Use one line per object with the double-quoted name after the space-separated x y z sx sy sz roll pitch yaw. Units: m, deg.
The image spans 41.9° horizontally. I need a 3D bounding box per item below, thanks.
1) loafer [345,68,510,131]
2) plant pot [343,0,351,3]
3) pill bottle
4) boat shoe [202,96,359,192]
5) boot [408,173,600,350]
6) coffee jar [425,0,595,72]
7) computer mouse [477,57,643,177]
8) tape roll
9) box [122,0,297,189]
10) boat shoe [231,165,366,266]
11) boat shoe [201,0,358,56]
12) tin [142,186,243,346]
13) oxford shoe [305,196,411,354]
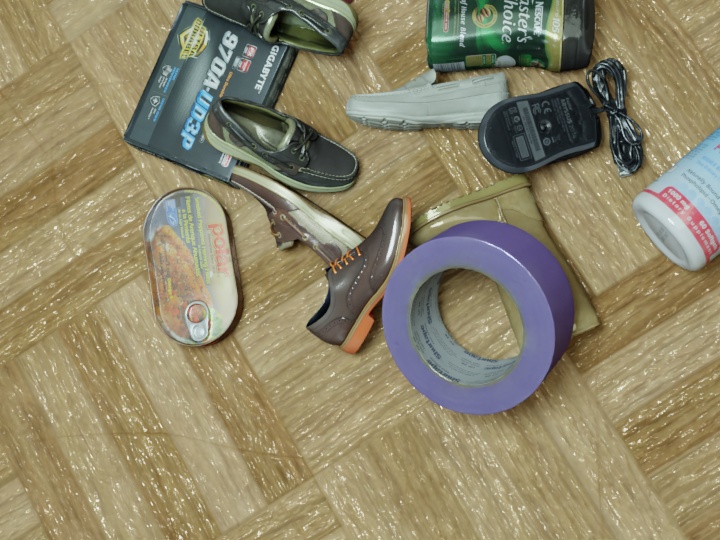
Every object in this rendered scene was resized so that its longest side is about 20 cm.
0.081 -0.208 1.142 0.198 0.070 0.070 0 87 0 "loafer"
-0.082 -0.437 1.149 0.198 0.179 0.202 -1 82 9 "plant pot"
0.412 -0.100 1.046 0.200 0.109 0.109 -40 77 2 "pill bottle"
-0.091 -0.152 1.132 0.199 0.065 0.074 16 66 -13 "boat shoe"
0.161 0.005 1.096 0.174 0.066 0.201 -23 80 7 "boot"
0.180 -0.293 1.128 0.198 0.085 0.105 2 81 10 "coffee jar"
0.226 -0.163 1.103 0.198 0.053 0.140 -13 89 -11 "computer mouse"
0.129 0.051 1.040 0.199 0.085 0.202 8 108 26 "tape roll"
-0.192 -0.225 1.202 0.158 0.046 0.201 23 85 12 "box"
-0.082 -0.056 1.145 0.199 0.072 0.072 33 94 2 "boat shoe"
-0.104 -0.310 1.144 0.199 0.072 0.066 15 57 3 "boat shoe"
-0.208 -0.004 1.176 0.111 0.042 0.202 -12 79 12 "tin"
0.000 0.000 1.090 0.072 0.071 0.201 22 104 -11 "oxford shoe"
